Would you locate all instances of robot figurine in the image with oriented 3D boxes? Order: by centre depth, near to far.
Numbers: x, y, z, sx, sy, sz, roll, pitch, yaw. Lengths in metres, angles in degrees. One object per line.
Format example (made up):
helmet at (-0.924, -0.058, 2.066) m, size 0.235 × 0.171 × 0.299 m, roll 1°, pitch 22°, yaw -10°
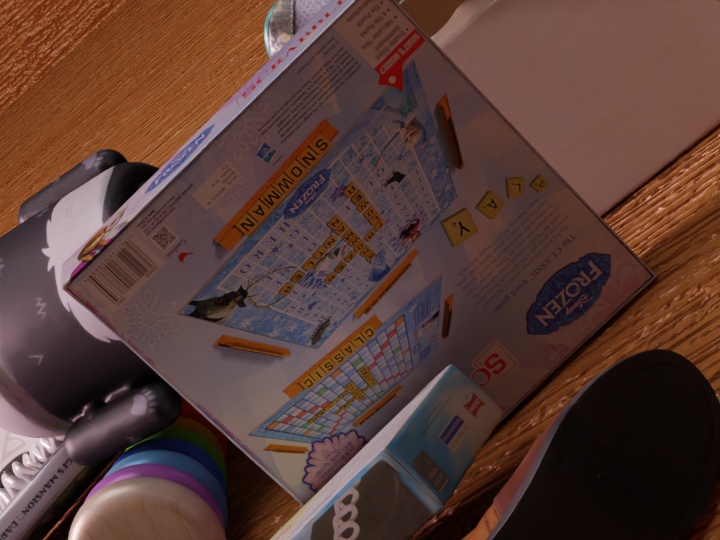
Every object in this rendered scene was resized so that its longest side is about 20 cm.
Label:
robot figurine at (-0.146, 0.017, 1.049) m, size 0.200 × 0.125 × 0.150 m, roll -30°, pitch 19°, yaw 22°

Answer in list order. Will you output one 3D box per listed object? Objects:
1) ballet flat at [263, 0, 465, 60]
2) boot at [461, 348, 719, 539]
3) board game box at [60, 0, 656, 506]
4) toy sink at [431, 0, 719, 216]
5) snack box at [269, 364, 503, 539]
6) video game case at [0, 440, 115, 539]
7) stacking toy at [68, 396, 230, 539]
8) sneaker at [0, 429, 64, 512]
ballet flat at (0.036, -0.151, 0.917) m, size 0.072 × 0.072 × 0.200 m, roll -22°, pitch 18°, yaw 52°
boot at (0.048, 0.126, 0.749) m, size 0.188 × 0.068 × 0.200 m, roll -59°, pitch 11°, yaw -28°
board game box at (0.000, 0.000, 0.861) m, size 0.200 × 0.200 × 0.041 m, roll -43°, pitch 18°, yaw 6°
toy sink at (0.104, -0.109, 0.985) m, size 0.200 × 0.130 × 0.112 m, roll -40°, pitch 18°, yaw 20°
snack box at (-0.027, 0.133, 0.810) m, size 0.200 × 0.037 × 0.116 m, roll -46°, pitch -2°, yaw 22°
video game case at (-0.192, 0.138, 1.186) m, size 0.182 × 0.023 × 0.200 m, roll -50°, pitch -1°, yaw -11°
stacking toy at (-0.110, 0.117, 1.059) m, size 0.085 × 0.085 × 0.200 m, roll -40°, pitch 15°, yaw 16°
sneaker at (-0.218, 0.092, 1.218) m, size 0.200 × 0.081 × 0.075 m, roll -49°, pitch -2°, yaw 40°
